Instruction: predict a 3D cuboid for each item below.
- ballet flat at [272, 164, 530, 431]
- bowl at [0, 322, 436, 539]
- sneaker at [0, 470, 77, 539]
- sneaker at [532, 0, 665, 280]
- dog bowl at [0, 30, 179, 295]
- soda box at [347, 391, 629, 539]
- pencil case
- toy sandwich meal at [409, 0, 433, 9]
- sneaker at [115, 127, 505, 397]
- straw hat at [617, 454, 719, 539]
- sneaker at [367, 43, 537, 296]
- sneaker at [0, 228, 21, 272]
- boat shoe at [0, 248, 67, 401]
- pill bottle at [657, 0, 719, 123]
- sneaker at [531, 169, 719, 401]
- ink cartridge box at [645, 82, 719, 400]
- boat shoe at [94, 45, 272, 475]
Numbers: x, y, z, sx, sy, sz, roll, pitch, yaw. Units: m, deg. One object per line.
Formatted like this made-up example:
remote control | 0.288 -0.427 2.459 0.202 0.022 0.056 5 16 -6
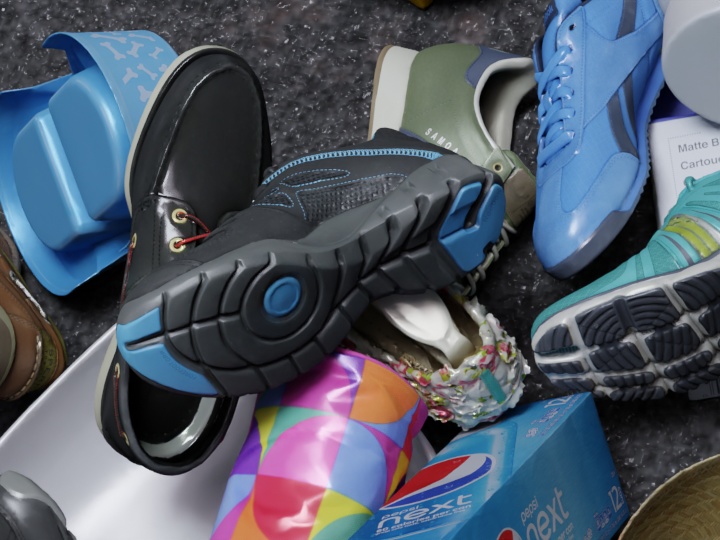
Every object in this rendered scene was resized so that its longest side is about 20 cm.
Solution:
ballet flat | 0.000 0.000 1.178 0.200 0.064 0.076 34 78 22
bowl | -0.072 0.122 1.203 0.200 0.075 0.200 -45 63 -10
sneaker | -0.176 0.190 1.130 0.079 0.201 0.075 -15 31 -43
sneaker | 0.109 -0.085 1.233 0.066 0.078 0.201 -29 33 47
dog bowl | -0.134 -0.058 1.245 0.049 0.200 0.112 -18 84 -26
soda box | 0.055 0.123 1.103 0.064 0.200 0.068 -13 102 28
pencil case | -0.036 0.133 1.105 0.088 0.088 0.201 14 67 18
toy sandwich meal | 0.038 -0.239 1.355 0.204 0.070 0.206 -3 68 7
sneaker | -0.031 -0.005 1.105 0.199 0.074 0.082 -23 40 -29
straw hat | 0.138 0.174 1.107 0.085 0.201 0.202 2 61 48
sneaker | 0.050 -0.033 1.251 0.089 0.067 0.201 -4 61 17
sneaker | -0.269 0.038 1.285 0.200 0.076 0.070 -39 63 -7
boat shoe | -0.226 -0.002 1.253 0.200 0.068 0.072 49 114 29
pill bottle | 0.209 -0.178 1.240 0.114 0.114 0.201 2 54 13
sneaker | 0.171 -0.004 1.177 0.199 0.078 0.080 -28 43 -2
ink cartridge box | 0.247 -0.045 1.229 0.198 0.041 0.201 -10 63 8
boat shoe | -0.076 -0.004 1.142 0.073 0.063 0.203 10 95 -24
